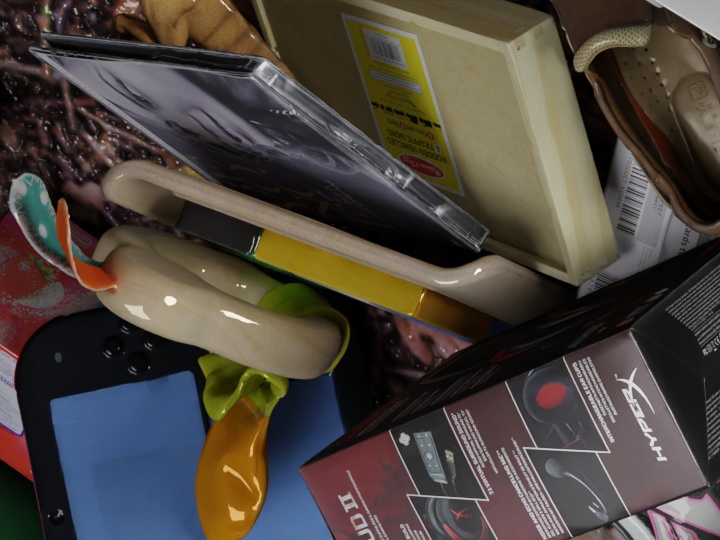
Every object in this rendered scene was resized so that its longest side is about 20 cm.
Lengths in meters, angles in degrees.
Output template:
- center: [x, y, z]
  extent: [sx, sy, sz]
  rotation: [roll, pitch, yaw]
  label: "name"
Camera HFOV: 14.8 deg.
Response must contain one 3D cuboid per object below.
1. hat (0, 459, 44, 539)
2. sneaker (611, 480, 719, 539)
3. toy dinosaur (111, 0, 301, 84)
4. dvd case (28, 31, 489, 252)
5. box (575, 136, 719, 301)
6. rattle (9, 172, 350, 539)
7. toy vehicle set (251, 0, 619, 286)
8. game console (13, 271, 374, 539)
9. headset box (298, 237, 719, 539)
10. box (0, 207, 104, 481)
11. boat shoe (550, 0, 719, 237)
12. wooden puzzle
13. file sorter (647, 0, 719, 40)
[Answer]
- center: [-0.247, 0.100, 1.538]
  extent: [0.176, 0.166, 0.200]
  rotation: [52, 169, -19]
  label: "hat"
- center: [0.166, 0.106, 1.322]
  extent: [0.200, 0.080, 0.086]
  rotation: [38, 128, -3]
  label: "sneaker"
- center: [-0.092, -0.134, 1.297]
  extent: [0.200, 0.060, 0.106]
  rotation: [40, 161, -22]
  label: "toy dinosaur"
- center: [-0.051, -0.061, 1.281]
  extent: [0.149, 0.016, 0.200]
  rotation: [36, 167, -33]
  label: "dvd case"
- center: [0.196, 0.018, 1.219]
  extent: [0.200, 0.041, 0.156]
  rotation: [23, 119, 22]
  label: "box"
- center: [-0.108, 0.044, 1.303]
  extent: [0.130, 0.200, 0.143]
  rotation: [48, 110, 25]
  label: "rattle"
- center: [0.028, -0.076, 1.258]
  extent: [0.200, 0.026, 0.124]
  rotation: [24, 140, 48]
  label: "toy vehicle set"
- center: [-0.075, 0.109, 1.405]
  extent: [0.176, 0.031, 0.201]
  rotation: [-12, 86, 1]
  label: "game console"
- center: [0.081, 0.066, 1.189]
  extent: [0.200, 0.149, 0.075]
  rotation: [-25, 94, 35]
  label: "headset box"
- center: [-0.135, 0.065, 1.491]
  extent: [0.200, 0.096, 0.100]
  rotation: [34, 142, 4]
  label: "box"
- center: [0.116, -0.106, 1.149]
  extent: [0.075, 0.075, 0.203]
  rotation: [-32, 89, 32]
  label: "boat shoe"
- center: [0.000, 0.000, 1.302]
  extent: [0.200, 0.037, 0.185]
  rotation: [15, 176, 25]
  label: "wooden puzzle"
- center: [0.213, -0.112, 1.027]
  extent: [0.200, 0.139, 0.125]
  rotation: [34, 102, 13]
  label: "file sorter"
